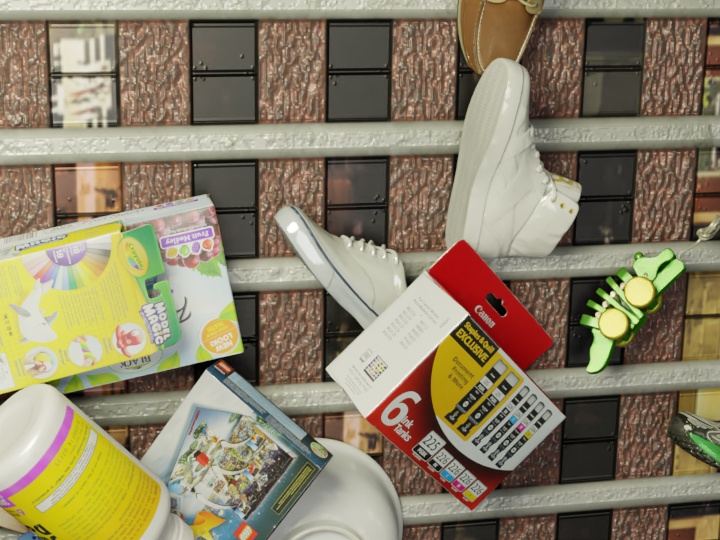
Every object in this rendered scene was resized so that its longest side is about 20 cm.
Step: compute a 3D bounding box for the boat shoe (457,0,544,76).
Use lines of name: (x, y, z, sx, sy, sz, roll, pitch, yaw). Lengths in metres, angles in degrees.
boat shoe: (0.137, -0.270, 1.263, 0.075, 0.074, 0.202, 6, 106, -14)

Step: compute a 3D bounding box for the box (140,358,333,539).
box: (-0.136, 0.201, 1.300, 0.136, 0.038, 0.201, 39, 111, 5)

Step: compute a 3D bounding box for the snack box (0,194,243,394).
snack box: (-0.216, 0.024, 1.277, 0.198, 0.053, 0.144, -13, 109, -8)

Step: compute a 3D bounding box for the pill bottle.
pill bottle: (-0.235, 0.195, 1.222, 0.104, 0.104, 0.200, -42, 119, 1)

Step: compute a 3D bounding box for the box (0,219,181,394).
box: (-0.261, 0.031, 1.218, 0.198, 0.048, 0.118, -13, 107, -3)

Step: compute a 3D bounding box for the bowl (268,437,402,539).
bowl: (-0.045, 0.271, 1.366, 0.199, 0.090, 0.203, -3, 106, -11)

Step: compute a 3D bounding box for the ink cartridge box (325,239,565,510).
ink cartridge box: (0.097, 0.099, 1.318, 0.176, 0.084, 0.200, -45, 132, 1)

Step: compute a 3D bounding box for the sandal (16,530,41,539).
sandal: (-0.235, 0.300, 1.241, 0.079, 0.087, 0.200, -38, 70, -25)

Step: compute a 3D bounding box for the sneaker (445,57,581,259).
sneaker: (0.153, -0.100, 1.311, 0.114, 0.074, 0.201, 2, 123, -16)

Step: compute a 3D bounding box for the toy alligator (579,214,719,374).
toy alligator: (0.272, 0.011, 1.387, 0.054, 0.059, 0.200, 40, 95, 21)

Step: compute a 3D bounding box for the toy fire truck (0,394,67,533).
toy fire truck: (-0.318, 0.219, 1.310, 0.140, 0.049, 0.202, -11, 108, -10)

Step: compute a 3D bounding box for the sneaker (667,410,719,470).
sneaker: (0.401, 0.165, 1.452, 0.198, 0.078, 0.086, 11, 96, -24)

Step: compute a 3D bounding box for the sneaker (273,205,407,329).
sneaker: (0.000, 0.000, 1.315, 0.071, 0.073, 0.200, -44, 120, 0)
